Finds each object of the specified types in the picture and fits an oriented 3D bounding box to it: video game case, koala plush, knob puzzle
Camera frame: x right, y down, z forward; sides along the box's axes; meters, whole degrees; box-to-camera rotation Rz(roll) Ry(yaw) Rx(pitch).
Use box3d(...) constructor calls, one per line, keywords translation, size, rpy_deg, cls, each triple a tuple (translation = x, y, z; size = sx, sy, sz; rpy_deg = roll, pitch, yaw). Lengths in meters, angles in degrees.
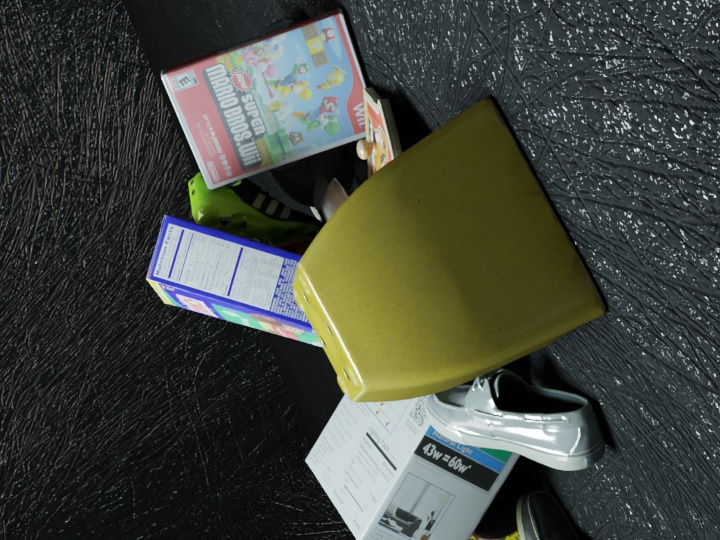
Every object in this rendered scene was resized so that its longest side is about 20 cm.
box3d(translation=(-0.092, -0.177, 1.353), size=(0.018, 0.197, 0.144), rpy_deg=(-103, -6, -56), cls="video game case")
box3d(translation=(-0.076, -0.149, 1.483), size=(0.201, 0.183, 0.178), rpy_deg=(54, 178, -36), cls="koala plush")
box3d(translation=(0.019, -0.072, 1.286), size=(0.220, 0.030, 0.223), rpy_deg=(174, 90, -82), cls="knob puzzle")

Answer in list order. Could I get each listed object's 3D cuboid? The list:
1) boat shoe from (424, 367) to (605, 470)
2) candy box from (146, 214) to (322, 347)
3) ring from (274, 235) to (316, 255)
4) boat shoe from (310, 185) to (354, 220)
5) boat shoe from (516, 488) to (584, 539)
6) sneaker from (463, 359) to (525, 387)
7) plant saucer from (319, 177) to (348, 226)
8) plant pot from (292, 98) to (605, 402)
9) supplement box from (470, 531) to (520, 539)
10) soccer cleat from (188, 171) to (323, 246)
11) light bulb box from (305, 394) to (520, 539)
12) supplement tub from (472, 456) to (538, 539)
box3d(translation=(0.140, 0.126, 1.205), size=(0.199, 0.070, 0.073), rpy_deg=(11, 121, 43), cls="boat shoe")
box3d(translation=(-0.117, 0.016, 1.374), size=(0.197, 0.078, 0.169), rpy_deg=(17, 171, 2), cls="candy box")
box3d(translation=(-0.065, 0.015, 1.533), size=(0.201, 0.197, 0.019), rpy_deg=(84, 172, -64), cls="ring")
box3d(translation=(-0.064, -0.137, 1.639), size=(0.202, 0.074, 0.062), rpy_deg=(66, 148, 22), cls="boat shoe")
box3d(translation=(0.229, 0.319, 1.378), size=(0.066, 0.071, 0.203), rpy_deg=(-57, 43, 46), cls="boat shoe")
box3d(translation=(0.120, 0.066, 1.254), size=(0.090, 0.076, 0.201), rpy_deg=(7, 142, 45), cls="sneaker")
box3d(translation=(0.000, 0.000, 1.374), size=(0.200, 0.032, 0.202), rpy_deg=(155, 91, -87), cls="plant saucer")
box3d(translation=(0.053, 0.009, 1.084), size=(0.196, 0.198, 0.196), rpy_deg=(61, 171, 7), cls="plant pot")
box3d(translation=(0.200, 0.391, 1.568), size=(0.110, 0.108, 0.202), rpy_deg=(52, 164, 47), cls="supplement box")
box3d(translation=(-0.111, -0.065, 1.467), size=(0.199, 0.067, 0.082), rpy_deg=(14, -134, -46), cls="soccer cleat")
box3d(translation=(0.062, 0.191, 1.424), size=(0.124, 0.202, 0.198), rpy_deg=(29, -174, -26), cls="light bulb box")
box3d(translation=(0.123, 0.227, 1.538), size=(0.200, 0.106, 0.108), rpy_deg=(44, 159, 59), cls="supplement tub")
